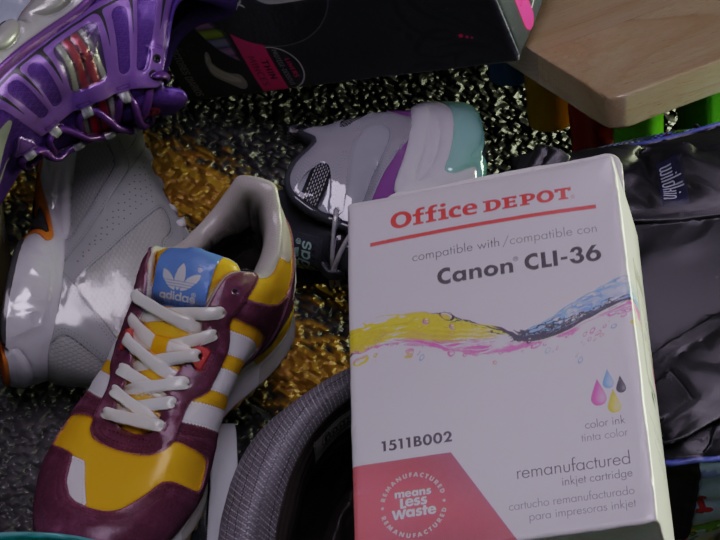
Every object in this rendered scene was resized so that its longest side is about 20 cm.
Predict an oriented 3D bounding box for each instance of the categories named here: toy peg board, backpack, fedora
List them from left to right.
[{"bbox_3d":[0.026,0.136,0.794,0.176,0.090,0.201,3,58,-4],"label":"fedora"},{"bbox_3d":[0.164,-0.114,0.992,0.199,0.098,0.199,-21,33,-20],"label":"toy peg board"},{"bbox_3d":[0.191,0.020,0.855,0.199,0.147,0.183,-17,58,-3],"label":"backpack"}]

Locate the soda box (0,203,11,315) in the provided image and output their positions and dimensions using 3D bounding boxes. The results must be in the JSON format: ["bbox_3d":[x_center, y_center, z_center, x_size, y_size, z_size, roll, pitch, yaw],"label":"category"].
[{"bbox_3d":[-0.210,0.060,0.846,0.067,0.064,0.201,5,54,-1],"label":"soda box"}]

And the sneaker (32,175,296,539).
[{"bbox_3d":[-0.084,0.040,0.791,0.075,0.090,0.200,12,40,12],"label":"sneaker"}]

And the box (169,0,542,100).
[{"bbox_3d":[-0.013,-0.173,0.948,0.199,0.122,0.106,-5,41,30],"label":"box"}]

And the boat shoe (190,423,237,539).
[{"bbox_3d":[-0.083,0.150,0.790,0.060,0.076,0.200,1,41,-4],"label":"boat shoe"}]

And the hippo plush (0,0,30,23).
[{"bbox_3d":[-0.234,-0.123,0.956,0.161,0.159,0.200,35,54,-10],"label":"hippo plush"}]

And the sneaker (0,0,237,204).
[{"bbox_3d":[-0.130,-0.085,0.864,0.083,0.081,0.200,38,71,3],"label":"sneaker"}]

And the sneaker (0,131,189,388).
[{"bbox_3d":[-0.119,-0.025,0.921,0.092,0.076,0.201,11,61,-6],"label":"sneaker"}]

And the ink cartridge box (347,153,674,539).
[{"bbox_3d":[0.057,0.029,0.750,0.116,0.068,0.201,-10,58,12],"label":"ink cartridge box"}]

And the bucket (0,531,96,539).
[{"bbox_3d":[-0.131,0.193,0.662,0.206,0.135,0.208,0,90,15],"label":"bucket"}]

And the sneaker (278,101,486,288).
[{"bbox_3d":[0.000,0.000,0.909,0.139,0.078,0.200,-3,45,-6],"label":"sneaker"}]
